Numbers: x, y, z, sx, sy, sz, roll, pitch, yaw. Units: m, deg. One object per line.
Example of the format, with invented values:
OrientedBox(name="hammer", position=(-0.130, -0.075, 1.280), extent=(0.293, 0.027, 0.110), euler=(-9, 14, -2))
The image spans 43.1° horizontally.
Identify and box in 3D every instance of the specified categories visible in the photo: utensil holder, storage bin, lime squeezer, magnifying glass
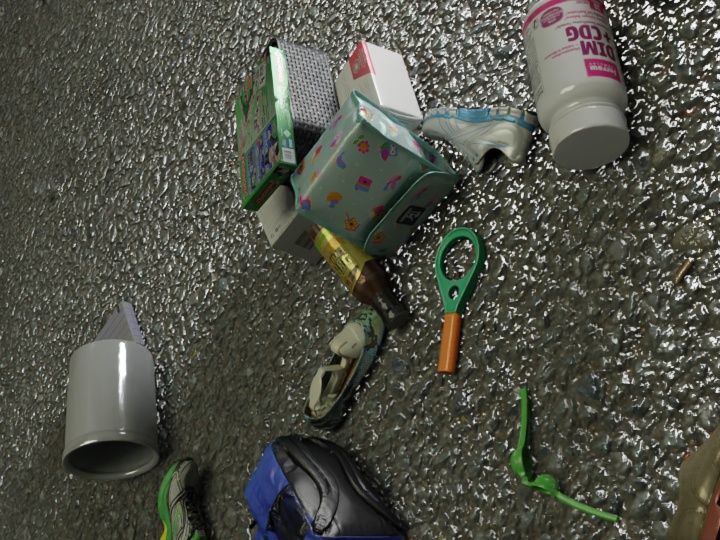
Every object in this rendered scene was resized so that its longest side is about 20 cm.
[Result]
OrientedBox(name="utensil holder", position=(-0.452, 0.252, 1.657), extent=(0.169, 0.168, 0.203), euler=(-33, 51, 32))
OrientedBox(name="storage bin", position=(-0.107, -0.243, 1.426), extent=(0.135, 0.092, 0.203), euler=(-49, 43, 43))
OrientedBox(name="lime squeezer", position=(0.219, 0.233, 1.068), extent=(0.070, 0.038, 0.201), euler=(-29, 47, -4))
OrientedBox(name="magnifying glass", position=(0.129, 0.039, 1.245), extent=(0.079, 0.022, 0.205), euler=(-7, 69, 44))

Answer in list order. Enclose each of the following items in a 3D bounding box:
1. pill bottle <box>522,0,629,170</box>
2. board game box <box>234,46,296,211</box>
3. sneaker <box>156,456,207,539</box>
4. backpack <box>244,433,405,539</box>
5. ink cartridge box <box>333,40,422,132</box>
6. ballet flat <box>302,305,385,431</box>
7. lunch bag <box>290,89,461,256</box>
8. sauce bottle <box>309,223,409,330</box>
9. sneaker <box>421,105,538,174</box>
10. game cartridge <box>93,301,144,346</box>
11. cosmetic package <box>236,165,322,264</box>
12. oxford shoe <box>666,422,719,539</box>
OrientedBox(name="pill bottle", position=(0.271, -0.237, 1.142), extent=(0.112, 0.112, 0.204), euler=(-26, 57, 36))
OrientedBox(name="board game box", position=(-0.145, -0.211, 1.365), extent=(0.134, 0.029, 0.204), euler=(-40, 50, 50))
OrientedBox(name="sneaker", position=(-0.280, 0.409, 1.490), extent=(0.084, 0.077, 0.205), euler=(-11, 75, 35))
OrientedBox(name="backpack", position=(-0.073, 0.331, 1.231), extent=(0.169, 0.161, 0.201), euler=(-55, 44, 18))
OrientedBox(name="ink cartridge box", position=(-0.001, -0.224, 1.410), extent=(0.200, 0.083, 0.148), euler=(-49, 43, 40))
OrientedBox(name="ballet flat", position=(-0.026, 0.139, 1.331), extent=(0.074, 0.074, 0.204), euler=(24, 92, 48))
OrientedBox(name="lunch bag", position=(0.025, -0.122, 1.295), extent=(0.171, 0.198, 0.123), euler=(-49, 27, 21))
OrientedBox(name="sauce bottle", position=(0.000, 0.000, 1.338), extent=(0.065, 0.064, 0.201), euler=(-49, 61, 18))
OrientedBox(name="sneaker", position=(0.156, -0.179, 1.273), extent=(0.198, 0.074, 0.089), euler=(9, 89, 50))
OrientedBox(name="game cartridge", position=(-0.509, 0.179, 1.847), extent=(0.201, 0.038, 0.130), euler=(-51, 48, 18))
OrientedBox(name="cosmetic package", position=(-0.119, -0.117, 1.506), extent=(0.085, 0.107, 0.202), euler=(-47, 47, 22))
OrientedBox(name="oxford shoe", position=(0.354, 0.187, 0.912), extent=(0.074, 0.070, 0.204), euler=(13, 82, 53))
